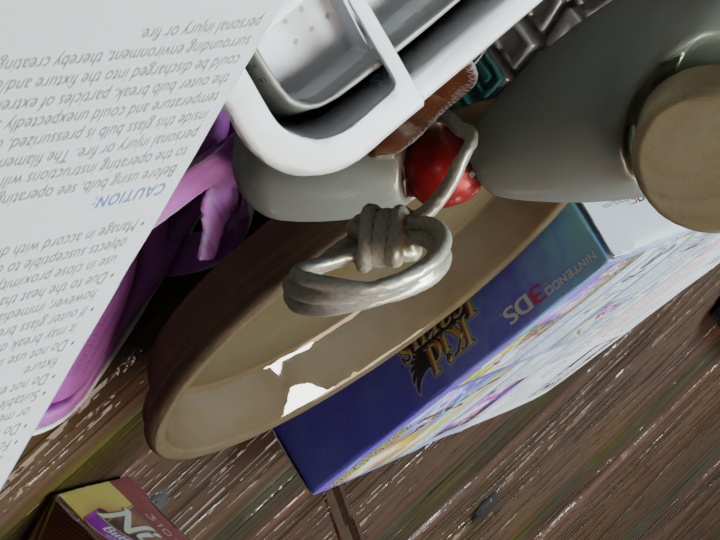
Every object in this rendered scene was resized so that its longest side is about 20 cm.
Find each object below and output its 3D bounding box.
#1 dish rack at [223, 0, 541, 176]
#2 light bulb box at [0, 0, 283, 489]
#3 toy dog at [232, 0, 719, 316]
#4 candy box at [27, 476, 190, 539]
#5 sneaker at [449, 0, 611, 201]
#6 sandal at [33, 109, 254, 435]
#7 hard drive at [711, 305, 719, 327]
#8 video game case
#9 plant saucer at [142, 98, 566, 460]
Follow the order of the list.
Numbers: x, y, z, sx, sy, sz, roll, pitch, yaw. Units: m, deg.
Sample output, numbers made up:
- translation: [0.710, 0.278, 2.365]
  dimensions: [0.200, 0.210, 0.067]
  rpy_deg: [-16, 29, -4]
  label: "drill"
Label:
- translation: [0.005, -0.145, 0.841]
  dimensions: [0.200, 0.043, 0.172]
  rpy_deg: [-40, 120, -18]
  label: "dish rack"
- translation: [-0.145, -0.052, 0.594]
  dimensions: [0.125, 0.198, 0.201]
  rpy_deg: [-9, 138, -54]
  label: "light bulb box"
- translation: [0.054, -0.066, 0.918]
  dimensions: [0.199, 0.132, 0.097]
  rpy_deg: [-12, 111, -1]
  label: "toy dog"
- translation: [-0.117, 0.197, 1.184]
  dimensions: [0.056, 0.117, 0.201]
  rpy_deg: [-8, 135, -58]
  label: "candy box"
- translation: [0.110, -0.109, 1.137]
  dimensions: [0.200, 0.078, 0.091]
  rpy_deg: [-38, 174, 30]
  label: "sneaker"
- translation: [-0.064, -0.017, 1.005]
  dimensions: [0.082, 0.050, 0.203]
  rpy_deg: [-13, 140, -55]
  label: "sandal"
- translation: [0.290, -0.030, 1.668]
  dimensions: [0.200, 0.038, 0.140]
  rpy_deg: [-49, 158, 7]
  label: "hard drive"
- translation: [0.081, 0.010, 1.254]
  dimensions: [0.200, 0.046, 0.181]
  rpy_deg: [-40, 168, 38]
  label: "video game case"
- translation: [0.000, 0.000, 1.068]
  dimensions: [0.199, 0.030, 0.200]
  rpy_deg: [-33, 166, -9]
  label: "plant saucer"
